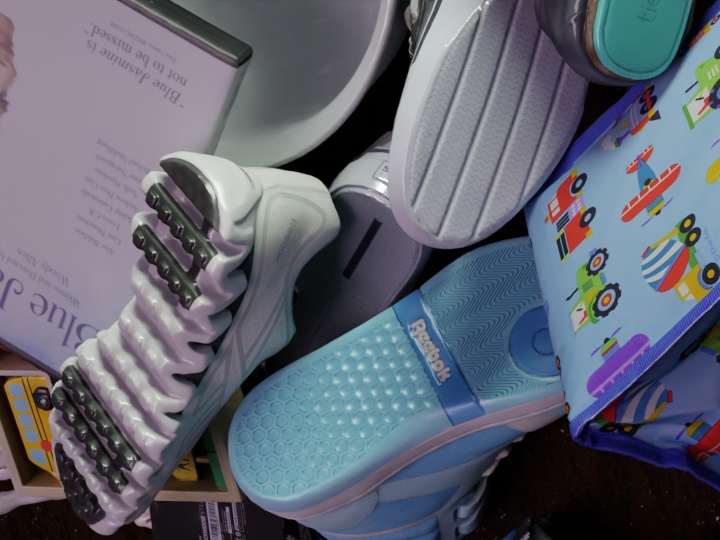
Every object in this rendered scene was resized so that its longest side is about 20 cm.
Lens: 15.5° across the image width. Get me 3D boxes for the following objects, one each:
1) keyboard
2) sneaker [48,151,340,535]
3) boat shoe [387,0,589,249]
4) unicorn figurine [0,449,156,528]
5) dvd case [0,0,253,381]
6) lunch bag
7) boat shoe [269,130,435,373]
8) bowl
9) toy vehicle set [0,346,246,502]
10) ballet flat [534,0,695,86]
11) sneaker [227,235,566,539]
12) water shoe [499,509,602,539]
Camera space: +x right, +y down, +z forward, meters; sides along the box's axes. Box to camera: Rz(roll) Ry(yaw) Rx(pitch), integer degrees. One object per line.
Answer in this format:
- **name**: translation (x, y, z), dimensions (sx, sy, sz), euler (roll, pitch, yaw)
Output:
- **keyboard**: translation (-0.050, 0.112, 1.257), dimensions (0.104, 0.040, 0.201), euler (12, 127, 24)
- **sneaker**: translation (-0.071, 0.036, 1.118), dimensions (0.075, 0.081, 0.200), euler (54, 131, 31)
- **boat shoe**: translation (0.053, -0.102, 1.062), dimensions (0.071, 0.072, 0.201), euler (2, 68, 59)
- **unicorn figurine**: translation (-0.160, 0.096, 1.321), dimensions (0.200, 0.137, 0.074), euler (32, 136, 48)
- **dvd case**: translation (-0.138, -0.049, 1.129), dimensions (0.142, 0.018, 0.200), euler (30, 127, 7)
- **lunch bag**: translation (0.153, -0.040, 0.970), dimensions (0.200, 0.094, 0.151), euler (-57, 23, 29)
- **boat shoe**: translation (0.000, 0.000, 1.176), dimensions (0.074, 0.067, 0.200), euler (41, 145, -2)
- **bowl**: translation (-0.043, -0.148, 1.143), dimensions (0.201, 0.090, 0.202), euler (13, 112, 33)
- **toy vehicle set**: translation (-0.126, 0.012, 1.188), dimensions (0.124, 0.027, 0.201), euler (-2, 117, 28)
- **ballet flat**: translation (0.116, -0.169, 1.003), dimensions (0.073, 0.073, 0.201), euler (25, 99, 34)
- **sneaker**: translation (0.051, 0.059, 1.146), dimensions (0.200, 0.131, 0.080), euler (-24, 61, 10)
- **water shoe**: translation (0.078, 0.143, 1.157), dimensions (0.200, 0.071, 0.079), euler (2, 87, 37)
